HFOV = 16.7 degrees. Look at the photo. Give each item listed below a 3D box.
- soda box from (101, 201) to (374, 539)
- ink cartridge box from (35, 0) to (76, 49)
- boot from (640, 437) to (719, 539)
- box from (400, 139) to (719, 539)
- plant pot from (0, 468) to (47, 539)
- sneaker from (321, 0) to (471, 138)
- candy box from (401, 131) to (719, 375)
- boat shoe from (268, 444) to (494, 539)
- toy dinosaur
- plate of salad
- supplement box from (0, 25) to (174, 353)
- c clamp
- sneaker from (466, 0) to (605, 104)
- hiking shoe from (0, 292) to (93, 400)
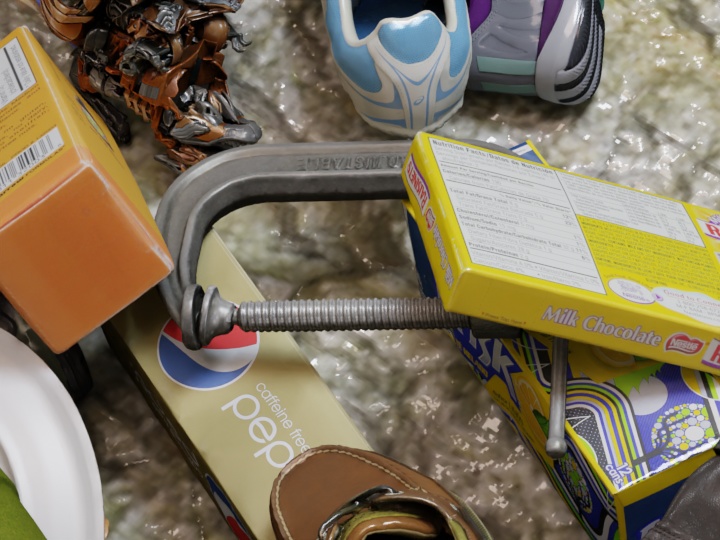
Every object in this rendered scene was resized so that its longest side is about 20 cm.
[{"bbox_3d":[-0.045,0.069,1.058,0.064,0.068,0.200,-30,59,-10],"label":"soda box"},{"bbox_3d":[-0.106,-0.223,1.266,0.199,0.041,0.200,-34,60,-12],"label":"ink cartridge box"},{"bbox_3d":[0.148,0.169,0.917,0.200,0.069,0.174,43,82,11],"label":"boot"},{"bbox_3d":[0.091,0.035,1.038,0.070,0.065,0.200,-24,45,-11],"label":"box"},{"bbox_3d":[-0.160,0.184,0.894,0.200,0.201,0.193,-40,72,-16],"label":"plant pot"},{"bbox_3d":[0.011,-0.145,1.133,0.071,0.073,0.201,-5,42,-10],"label":"sneaker"},{"bbox_3d":[0.118,0.001,0.995,0.199,0.027,0.102,14,28,-19],"label":"candy box"},{"bbox_3d":[0.017,0.108,0.906,0.072,0.068,0.200,-42,37,-9],"label":"boat shoe"},{"bbox_3d":[-0.113,-0.137,1.156,0.200,0.136,0.102,40,37,-5],"label":"toy dinosaur"},{"bbox_3d":[-0.189,0.117,1.044,0.199,0.048,0.202,-5,79,26],"label":"plate of salad"},{"bbox_3d":[-0.141,-0.041,1.086,0.069,0.067,0.200,-36,26,3],"label":"supplement box"},{"bbox_3d":[0.000,0.000,1.027,0.199,0.027,0.172,3,47,14],"label":"c clamp"},{"bbox_3d":[0.078,-0.173,1.190,0.087,0.075,0.201,1,59,15],"label":"sneaker"},{"bbox_3d":[-0.220,0.016,1.111,0.200,0.076,0.101,36,68,22],"label":"hiking shoe"}]
